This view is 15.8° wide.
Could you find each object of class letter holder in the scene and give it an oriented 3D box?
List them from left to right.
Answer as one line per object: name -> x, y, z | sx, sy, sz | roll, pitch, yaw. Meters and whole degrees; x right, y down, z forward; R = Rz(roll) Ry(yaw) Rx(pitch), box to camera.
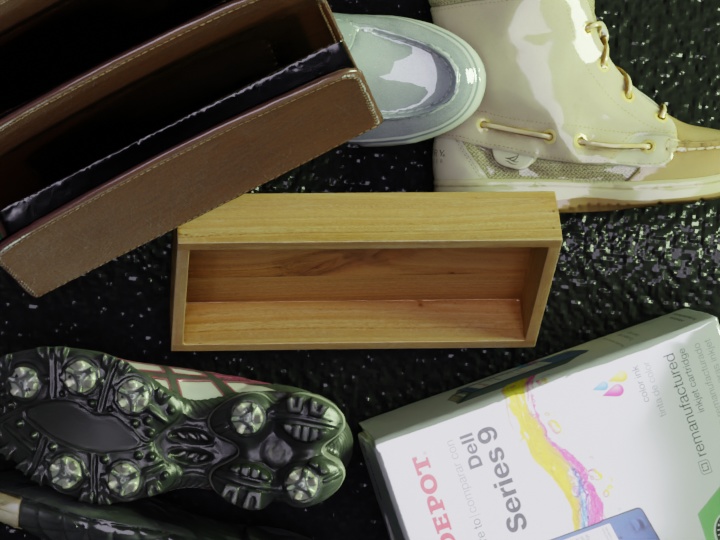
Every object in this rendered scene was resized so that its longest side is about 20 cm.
letter holder -> -0.107, -0.090, 1.253 | 0.199, 0.142, 0.101 | -27, 73, 1

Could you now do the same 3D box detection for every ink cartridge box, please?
ink cartridge box -> 0.114, 0.121, 1.395 | 0.199, 0.088, 0.146 | -19, 94, -4

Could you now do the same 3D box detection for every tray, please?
tray -> 0.000, 0.000, 1.373 | 0.199, 0.099, 0.037 | 0, 54, -6

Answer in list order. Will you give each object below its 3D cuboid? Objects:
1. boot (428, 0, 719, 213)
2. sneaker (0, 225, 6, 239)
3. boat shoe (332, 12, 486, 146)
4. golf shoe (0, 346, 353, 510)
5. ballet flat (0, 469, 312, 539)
boot -> 0.133, -0.111, 1.398 | 0.199, 0.073, 0.157 | -4, 92, 3
sneaker -> -0.215, -0.046, 1.356 | 0.199, 0.078, 0.086 | -3, 89, -7
boat shoe -> -0.036, -0.103, 1.359 | 0.199, 0.072, 0.071 | 6, 94, 8
golf shoe -> -0.103, 0.085, 1.374 | 0.199, 0.088, 0.078 | 11, 95, 3
ballet flat -> -0.111, 0.151, 1.381 | 0.199, 0.067, 0.057 | 18, 106, -4
